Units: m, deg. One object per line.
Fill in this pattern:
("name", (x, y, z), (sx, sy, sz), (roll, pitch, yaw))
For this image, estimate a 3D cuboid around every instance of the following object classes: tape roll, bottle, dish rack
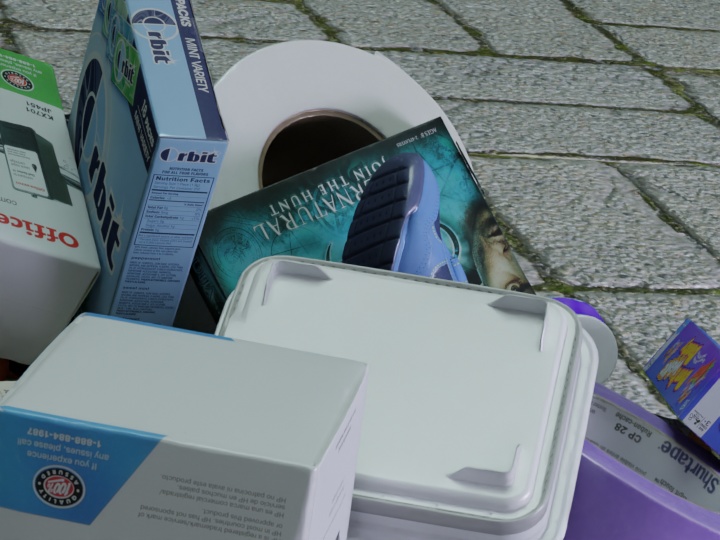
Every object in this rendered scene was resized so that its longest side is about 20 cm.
("tape roll", (0.130, 0.129, 1.406), (0.199, 0.085, 0.200), (29, 11, -6))
("bottle", (0.116, 0.049, 1.677), (0.083, 0.066, 0.200), (-1, 1, -10))
("dish rack", (0.014, 0.060, 1.307), (0.199, 0.044, 0.172), (9, 47, 8))
("tape roll", (-0.042, -0.027, 1.654), (0.202, 0.204, 0.139), (-3, -19, -29))

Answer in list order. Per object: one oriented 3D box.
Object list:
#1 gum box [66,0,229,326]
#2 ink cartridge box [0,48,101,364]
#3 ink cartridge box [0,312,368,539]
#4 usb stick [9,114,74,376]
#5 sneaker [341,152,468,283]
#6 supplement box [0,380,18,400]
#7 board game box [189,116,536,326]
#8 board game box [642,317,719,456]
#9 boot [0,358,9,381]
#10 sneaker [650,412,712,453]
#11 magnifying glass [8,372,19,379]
("gum box", (-0.134, -0.061, 1.528), (0.044, 0.200, 0.170), (3, 45, -20))
("ink cartridge box", (-0.246, -0.053, 1.546), (0.146, 0.083, 0.200), (16, 35, -30))
("ink cartridge box", (-0.088, 0.145, 1.200), (0.146, 0.201, 0.146), (10, 18, 7))
("usb stick", (-0.186, -0.015, 1.643), (0.055, 0.033, 0.201), (11, 52, -7))
("sneaker", (0.037, 0.032, 1.512), (0.082, 0.201, 0.074), (2, -6, -25))
("supplement box", (-0.153, 0.125, 1.345), (0.199, 0.127, 0.074), (0, 19, -23))
("board game box", (0.000, 0.000, 1.565), (0.199, 0.136, 0.028), (-24, -8, -33))
("board game box", (0.239, 0.099, 1.537), (0.134, 0.045, 0.200), (41, 4, -3))
("boot", (-0.254, 0.092, 1.495), (0.107, 0.075, 0.200), (22, 32, 28))
("sneaker", (0.110, 0.114, 1.592), (0.199, 0.076, 0.088), (8, 4, -14))
("magnifying glass", (-0.141, 0.071, 1.618), (0.199, 0.023, 0.080), (10, -16, 29))
